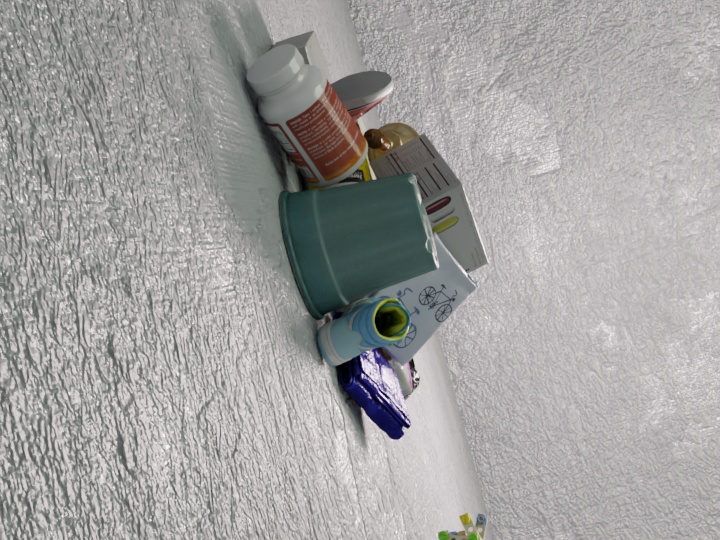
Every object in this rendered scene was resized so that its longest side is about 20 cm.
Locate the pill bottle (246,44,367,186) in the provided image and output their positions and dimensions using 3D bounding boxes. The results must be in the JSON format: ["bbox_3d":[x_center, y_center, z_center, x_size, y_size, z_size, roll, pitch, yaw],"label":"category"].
[{"bbox_3d":[-0.080,-0.230,1.516,0.200,0.112,0.112,55,18,-36],"label":"pill bottle"}]

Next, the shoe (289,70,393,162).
[{"bbox_3d":[-0.034,-0.243,1.640,0.091,0.200,0.072,72,-10,-45],"label":"shoe"}]

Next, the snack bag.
[{"bbox_3d":[0.091,0.046,1.704,0.021,0.200,0.189,41,-3,44],"label":"snack bag"}]

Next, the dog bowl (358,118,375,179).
[{"bbox_3d":[-0.016,-0.200,1.945,0.200,0.079,0.201,-16,90,-82],"label":"dog bowl"}]

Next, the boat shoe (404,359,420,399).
[{"bbox_3d":[0.085,0.219,2.046,0.200,0.068,0.072,-69,143,-77],"label":"boat shoe"}]

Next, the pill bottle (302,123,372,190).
[{"bbox_3d":[-0.039,-0.155,1.720,0.114,0.114,0.200,57,18,-66],"label":"pill bottle"}]

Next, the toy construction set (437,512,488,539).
[{"bbox_3d":[0.198,0.565,1.940,0.092,0.131,0.200,64,13,-52],"label":"toy construction set"}]

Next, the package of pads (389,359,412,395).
[{"bbox_3d":[0.041,0.122,1.926,0.155,0.068,0.200,66,11,-52],"label":"package of pads"}]

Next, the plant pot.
[{"bbox_3d":[0.005,-0.048,1.518,0.200,0.196,0.201,-16,90,-83],"label":"plant pot"}]

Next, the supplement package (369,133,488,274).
[{"bbox_3d":[0.117,-0.097,1.738,0.156,0.111,0.200,61,-2,45],"label":"supplement package"}]

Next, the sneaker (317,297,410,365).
[{"bbox_3d":[0.033,0.075,1.523,0.080,0.130,0.200,64,28,-6],"label":"sneaker"}]

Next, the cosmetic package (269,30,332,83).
[{"bbox_3d":[-0.103,-0.332,1.737,0.200,0.081,0.113,-84,156,-68],"label":"cosmetic package"}]

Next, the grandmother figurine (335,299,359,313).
[{"bbox_3d":[0.000,0.000,1.662,0.061,0.121,0.200,-124,-136,-58],"label":"grandmother figurine"}]

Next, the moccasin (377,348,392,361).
[{"bbox_3d":[0.008,0.064,1.759,0.074,0.078,0.202,6,69,-82],"label":"moccasin"}]

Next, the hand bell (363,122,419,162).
[{"bbox_3d":[0.036,-0.217,1.757,0.200,0.104,0.104,4,71,-74],"label":"hand bell"}]

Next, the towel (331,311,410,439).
[{"bbox_3d":[0.021,0.169,1.650,0.200,0.049,0.148,53,22,-46],"label":"towel"}]
